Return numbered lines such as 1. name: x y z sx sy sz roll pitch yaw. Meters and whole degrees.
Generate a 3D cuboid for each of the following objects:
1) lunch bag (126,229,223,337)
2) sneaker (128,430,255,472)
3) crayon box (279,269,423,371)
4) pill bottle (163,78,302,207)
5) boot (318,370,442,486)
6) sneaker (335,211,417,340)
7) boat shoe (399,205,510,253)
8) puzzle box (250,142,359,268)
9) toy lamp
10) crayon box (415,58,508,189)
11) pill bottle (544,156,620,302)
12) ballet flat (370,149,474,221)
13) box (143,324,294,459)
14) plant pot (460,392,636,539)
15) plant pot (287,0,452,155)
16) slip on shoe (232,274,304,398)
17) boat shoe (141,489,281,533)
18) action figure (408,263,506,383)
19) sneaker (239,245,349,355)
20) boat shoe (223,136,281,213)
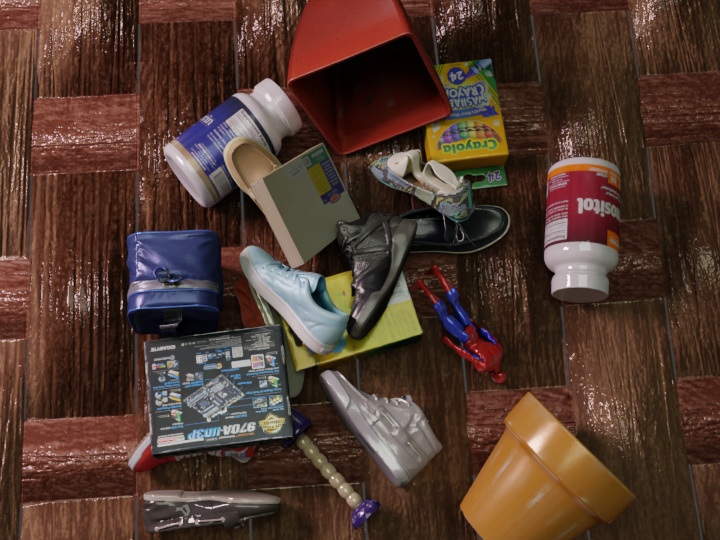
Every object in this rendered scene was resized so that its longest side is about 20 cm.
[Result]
1. lunch bag: -0.263 0.028 1.414 0.134 0.200 0.134 -2 76 -8
2. sneaker: -0.225 0.250 1.416 0.199 0.071 0.113 -36 75 -14
3. crayon box: -0.019 0.069 1.487 0.197 0.051 0.129 -15 74 -7
4. pill bottle: -0.193 -0.199 1.527 0.199 0.116 0.116 -39 78 -13
5. boot: 0.031 0.208 1.444 0.095 0.074 0.201 -37 86 -18
6. sneaker: 0.000 0.000 1.445 0.113 0.076 0.201 20 72 8
7. boat shoe: 0.136 -0.066 1.526 0.197 0.062 0.076 -6 72 -5
8. puzzle box: -0.076 -0.099 1.457 0.025 0.200 0.134 -21 101 31
9. toy lamp: -0.054 0.277 1.423 0.058 0.058 0.200 -40 81 -12
10. crayon box: 0.162 -0.231 1.581 0.124 0.052 0.203 -7 74 -4
11. pill bottle: 0.336 -0.059 1.504 0.111 0.113 0.203 5 74 0
12. ballet flat: 0.096 -0.147 1.511 0.199 0.074 0.075 30 74 31
13. box: -0.197 0.168 1.384 0.197 0.046 0.161 -7 73 -5
14. plant pot: 0.242 0.304 1.364 0.200 0.200 0.183 44 92 11
15. plant pot: 0.007 -0.329 1.518 0.197 0.200 0.178 -19 58 15
16. slip on shoe: -0.136 0.095 1.474 0.061 0.074 0.202 -26 80 26
17. boat shoe: -0.210 0.342 1.398 0.197 0.067 0.058 1 89 3
18. action figure: 0.153 0.087 1.478 0.065 0.052 0.201 -39 90 -36
19. sneaker: -0.088 0.023 1.418 0.200 0.074 0.082 46 110 14
20. boat shoe: -0.124 -0.117 1.479 0.074 0.066 0.200 -45 115 -6
